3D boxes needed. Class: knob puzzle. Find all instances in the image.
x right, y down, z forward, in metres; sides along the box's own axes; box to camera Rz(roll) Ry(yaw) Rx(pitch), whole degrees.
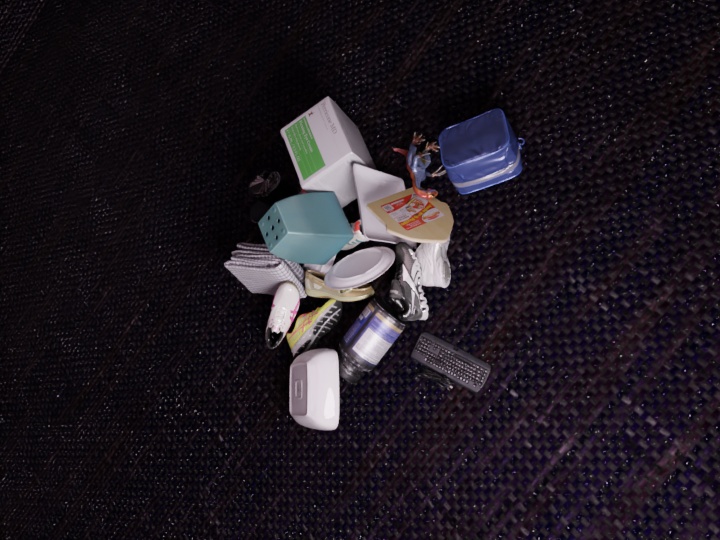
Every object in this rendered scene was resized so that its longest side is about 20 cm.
[{"bbox_3d":[0.138,-0.120,1.464,0.218,0.218,0.031,37,139,28],"label":"knob puzzle"}]

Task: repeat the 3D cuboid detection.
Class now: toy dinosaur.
[{"bbox_3d":[0.155,-0.255,1.558,0.199,0.104,0.185,-21,47,56],"label":"toy dinosaur"}]

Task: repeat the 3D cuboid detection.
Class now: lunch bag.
[{"bbox_3d":[0.303,-0.286,1.480,0.196,0.132,0.139,-16,55,23],"label":"lunch bag"}]

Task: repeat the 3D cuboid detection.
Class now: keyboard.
[{"bbox_3d":[0.207,0.231,1.456,0.197,0.039,0.106,24,89,30],"label":"keyboard"}]

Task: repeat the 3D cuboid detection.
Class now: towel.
[{"bbox_3d":[-0.251,0.000,1.670,0.196,0.166,0.087,4,61,28],"label":"towel"}]

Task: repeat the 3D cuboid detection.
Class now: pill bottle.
[{"bbox_3d":[0.016,0.179,1.524,0.112,0.111,0.201,42,98,28],"label":"pill bottle"}]

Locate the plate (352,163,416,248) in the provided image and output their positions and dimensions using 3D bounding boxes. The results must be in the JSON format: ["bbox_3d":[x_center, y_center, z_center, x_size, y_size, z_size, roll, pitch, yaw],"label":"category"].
[{"bbox_3d":[0.056,-0.157,1.544,0.032,0.197,0.204,-24,68,40],"label":"plate"}]

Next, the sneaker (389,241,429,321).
[{"bbox_3d":[0.108,0.033,1.493,0.066,0.089,0.205,-10,93,64],"label":"sneaker"}]

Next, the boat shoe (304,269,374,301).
[{"bbox_3d":[-0.058,0.038,1.605,0.196,0.073,0.065,6,108,25],"label":"boat shoe"}]

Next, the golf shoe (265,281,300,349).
[{"bbox_3d":[-0.209,0.123,1.622,0.071,0.093,0.203,15,124,-6],"label":"golf shoe"}]

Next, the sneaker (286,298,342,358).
[{"bbox_3d":[-0.132,0.139,1.631,0.200,0.078,0.091,-47,56,8],"label":"sneaker"}]

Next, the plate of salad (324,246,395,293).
[{"bbox_3d":[0.000,0.000,1.560,0.196,0.049,0.201,-19,26,9],"label":"plate of salad"}]

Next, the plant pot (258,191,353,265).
[{"bbox_3d":[-0.148,-0.108,1.539,0.141,0.198,0.144,-40,67,35],"label":"plant pot"}]

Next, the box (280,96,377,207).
[{"bbox_3d":[-0.078,-0.309,1.637,0.169,0.199,0.202,-30,65,15],"label":"box"}]

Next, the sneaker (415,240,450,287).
[{"bbox_3d":[0.172,-0.057,1.523,0.097,0.078,0.205,-6,75,29],"label":"sneaker"}]

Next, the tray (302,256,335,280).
[{"bbox_3d":[-0.107,-0.066,1.653,0.107,0.022,0.204,34,114,37],"label":"tray"}]

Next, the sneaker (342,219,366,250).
[{"bbox_3d":[-0.011,-0.107,1.616,0.195,0.093,0.072,-10,73,24],"label":"sneaker"}]

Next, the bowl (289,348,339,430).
[{"bbox_3d":[-0.125,0.300,1.532,0.199,0.073,0.205,-21,67,62],"label":"bowl"}]

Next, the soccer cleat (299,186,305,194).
[{"bbox_3d":[-0.174,-0.146,1.725,0.202,0.084,0.069,-56,18,23],"label":"soccer cleat"}]

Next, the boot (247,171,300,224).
[{"bbox_3d":[-0.275,-0.210,1.732,0.196,0.167,0.078,-19,70,22],"label":"boot"}]
